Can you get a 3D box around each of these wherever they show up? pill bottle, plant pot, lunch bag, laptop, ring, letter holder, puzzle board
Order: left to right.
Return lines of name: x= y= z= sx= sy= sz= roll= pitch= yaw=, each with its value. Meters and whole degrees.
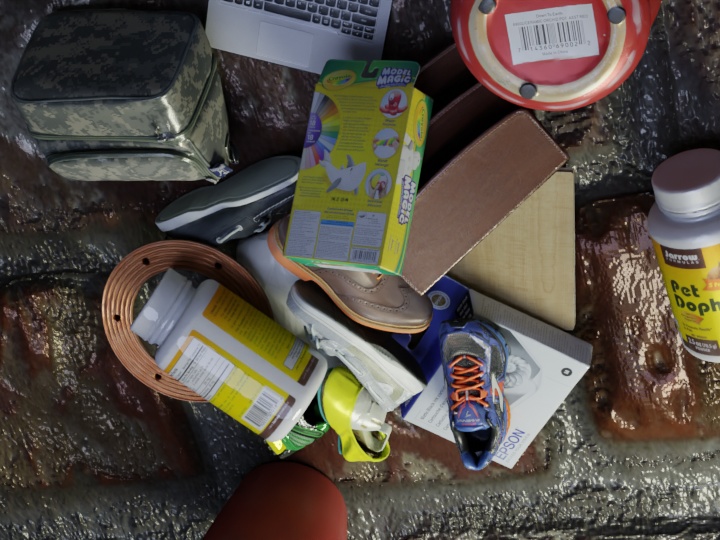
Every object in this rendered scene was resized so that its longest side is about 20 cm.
lunch bag: x=-0.235 y=-0.163 z=1.671 sx=0.197 sy=0.141 sz=0.169 roll=0 pitch=143 yaw=15
ring: x=-0.188 y=0.055 z=1.795 sx=0.198 sy=0.019 sz=0.203 roll=5 pitch=117 yaw=10
pill bottle: x=-0.141 y=0.085 z=1.727 sx=0.199 sy=0.110 sz=0.109 roll=35 pitch=125 yaw=-6
plant pot: x=-0.100 y=0.341 z=1.960 sx=0.198 sy=0.178 sz=0.202 roll=6 pitch=126 yaw=9
laptop: x=-0.067 y=-0.257 z=1.570 sx=0.185 sy=0.116 sz=0.202 roll=14 pitch=127 yaw=4
letter holder: x=0.076 y=-0.105 z=1.596 sx=0.200 sy=0.101 sz=0.142 roll=-43 pitch=119 yaw=9
puzzle board: x=0.154 y=-0.026 z=1.742 sx=0.149 sy=0.017 sz=0.202 roll=3 pitch=125 yaw=13
plant pot: x=0.176 y=-0.261 z=1.470 sx=0.198 sy=0.183 sz=0.203 roll=6 pitch=124 yaw=9
pill bottle: x=0.352 y=-0.016 z=1.633 sx=0.108 sy=0.110 sz=0.202 roll=-11 pitch=121 yaw=20

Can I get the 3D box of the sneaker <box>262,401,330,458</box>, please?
sneaker: x=-0.105 y=0.123 z=1.882 sx=0.084 sy=0.078 sz=0.201 roll=-26 pitch=122 yaw=17

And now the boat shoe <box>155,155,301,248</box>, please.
boat shoe: x=-0.129 y=-0.066 z=1.750 sx=0.198 sy=0.076 sz=0.061 roll=-15 pitch=120 yaw=37

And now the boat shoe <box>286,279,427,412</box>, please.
boat shoe: x=-0.011 y=0.083 z=1.758 sx=0.065 sy=0.075 sz=0.201 roll=-41 pitch=126 yaw=15

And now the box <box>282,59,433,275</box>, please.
box: x=0.000 y=-0.102 z=1.564 sx=0.116 sy=0.203 sz=0.048 roll=7 pitch=173 yaw=32

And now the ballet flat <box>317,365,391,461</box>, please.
ballet flat: x=0.001 y=0.166 z=1.850 sx=0.066 sy=0.067 sz=0.201 roll=15 pitch=155 yaw=16

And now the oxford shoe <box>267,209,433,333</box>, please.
oxford shoe: x=0.000 y=0.000 z=1.705 sx=0.199 sy=0.072 sz=0.073 roll=29 pitch=143 yaw=-16

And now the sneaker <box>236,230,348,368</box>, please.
sneaker: x=-0.041 y=0.035 z=1.796 sx=0.115 sy=0.074 sz=0.201 roll=-19 pitch=117 yaw=28

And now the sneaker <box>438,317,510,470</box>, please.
sneaker: x=0.124 y=0.133 z=1.754 sx=0.074 sy=0.079 sz=0.202 roll=-4 pitch=128 yaw=17

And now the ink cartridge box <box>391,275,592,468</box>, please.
ink cartridge box: x=0.126 y=0.114 z=1.818 sx=0.198 sy=0.041 sz=0.200 roll=25 pitch=132 yaw=-6
